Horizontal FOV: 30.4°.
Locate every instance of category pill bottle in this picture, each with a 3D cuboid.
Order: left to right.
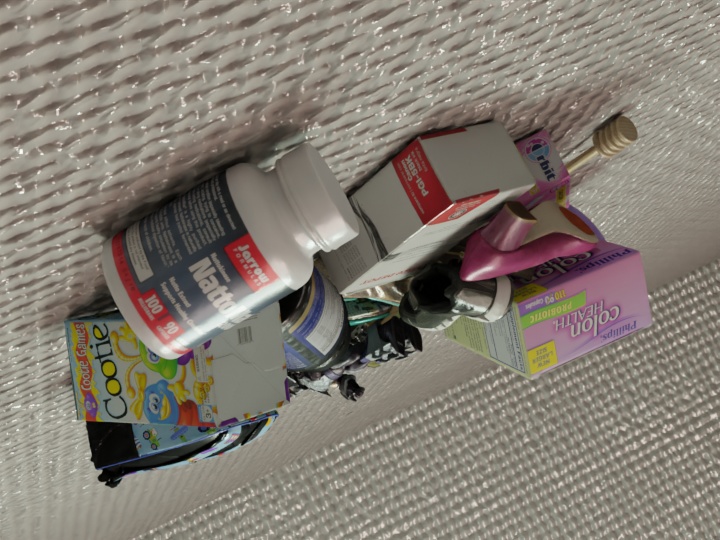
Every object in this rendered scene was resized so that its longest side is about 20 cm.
[{"bbox_3d":[-0.108,-0.021,1.130,0.199,0.120,0.120,-30,168,9],"label":"pill bottle"},{"bbox_3d":[-0.078,0.044,1.408,0.111,0.112,0.200,-29,156,6],"label":"pill bottle"}]

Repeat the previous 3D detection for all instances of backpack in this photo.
[{"bbox_3d":[-0.206,0.162,1.562,0.199,0.135,0.182,-20,173,36],"label":"backpack"}]

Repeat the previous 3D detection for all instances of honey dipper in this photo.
[{"bbox_3d":[0.274,-0.135,1.712,0.038,0.038,0.200,-16,166,-45],"label":"honey dipper"}]

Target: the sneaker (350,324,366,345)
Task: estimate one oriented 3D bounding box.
[{"bbox_3d":[-0.018,0.065,1.739,0.199,0.100,0.070,-24,170,-14],"label":"sneaker"}]

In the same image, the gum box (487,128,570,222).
[{"bbox_3d":[0.190,-0.094,1.612,0.113,0.066,0.200,-27,168,3],"label":"gum box"}]

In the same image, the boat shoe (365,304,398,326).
[{"bbox_3d":[0.064,-0.011,1.702,0.200,0.065,0.072,-43,159,-15],"label":"boat shoe"}]

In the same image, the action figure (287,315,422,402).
[{"bbox_3d":[-0.023,0.117,1.657,0.199,0.070,0.130,-28,154,25],"label":"action figure"}]

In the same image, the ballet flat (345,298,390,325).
[{"bbox_3d":[-0.060,0.051,1.639,0.199,0.072,0.072,-18,173,23],"label":"ballet flat"}]

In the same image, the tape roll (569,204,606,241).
[{"bbox_3d":[0.258,0.003,1.852,0.199,0.201,0.085,-18,166,-37],"label":"tape roll"}]

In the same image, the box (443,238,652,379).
[{"bbox_3d":[0.213,0.030,1.583,0.175,0.097,0.200,-21,-159,-21],"label":"box"}]

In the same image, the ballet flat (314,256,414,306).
[{"bbox_3d":[0.000,0.000,1.570,0.199,0.068,0.068,6,111,-45],"label":"ballet flat"}]

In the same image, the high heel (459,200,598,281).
[{"bbox_3d":[0.185,-0.026,1.461,0.199,0.068,0.096,10,126,-48],"label":"high heel"}]

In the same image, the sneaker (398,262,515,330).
[{"bbox_3d":[0.084,0.025,1.496,0.090,0.067,0.200,17,167,-26],"label":"sneaker"}]

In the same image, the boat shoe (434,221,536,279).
[{"bbox_3d":[0.114,-0.025,1.542,0.199,0.060,0.072,5,171,29],"label":"boat shoe"}]

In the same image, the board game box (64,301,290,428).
[{"bbox_3d":[-0.180,0.090,1.289,0.199,0.104,0.105,-2,-174,39],"label":"board game box"}]

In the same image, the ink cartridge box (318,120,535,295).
[{"bbox_3d":[0.063,-0.066,1.409,0.146,0.083,0.200,-16,163,-46],"label":"ink cartridge box"}]

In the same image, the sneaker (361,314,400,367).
[{"bbox_3d":[0.032,0.050,1.806,0.200,0.077,0.089,-58,172,-48],"label":"sneaker"}]
